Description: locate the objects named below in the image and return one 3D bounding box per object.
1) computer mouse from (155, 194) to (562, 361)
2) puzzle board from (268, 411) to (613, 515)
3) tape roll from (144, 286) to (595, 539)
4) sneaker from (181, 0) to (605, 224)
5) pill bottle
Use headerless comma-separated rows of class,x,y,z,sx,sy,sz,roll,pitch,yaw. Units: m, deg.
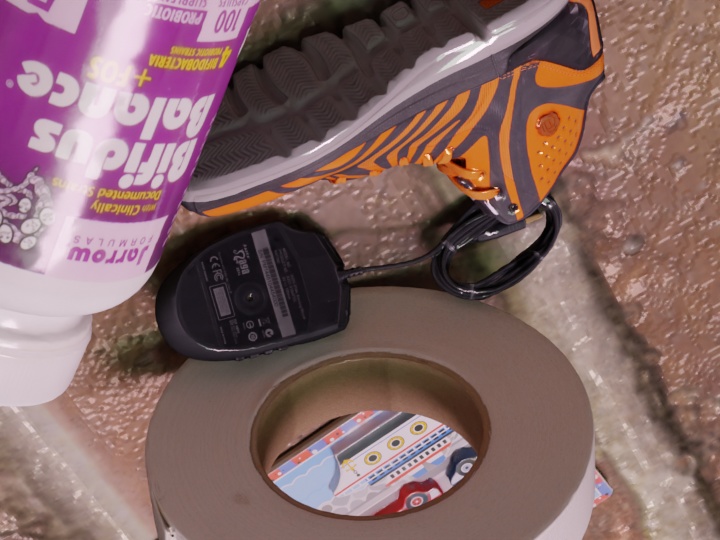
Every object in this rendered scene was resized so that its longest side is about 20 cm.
computer mouse,0.000,0.000,1.158,0.200,0.059,0.034,-12,174,-16
puzzle board,0.015,0.129,1.279,0.200,0.017,0.151,-35,132,8
tape roll,0.004,0.084,1.116,0.203,0.203,0.037,-14,131,-10
sneaker,0.021,-0.054,1.092,0.200,0.078,0.112,-26,131,0
pill bottle,-0.112,-0.055,0.911,0.112,0.112,0.200,10,116,-28
